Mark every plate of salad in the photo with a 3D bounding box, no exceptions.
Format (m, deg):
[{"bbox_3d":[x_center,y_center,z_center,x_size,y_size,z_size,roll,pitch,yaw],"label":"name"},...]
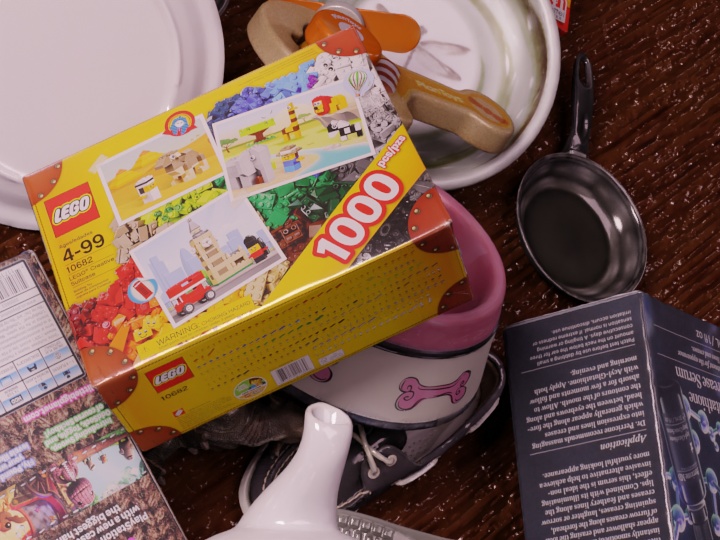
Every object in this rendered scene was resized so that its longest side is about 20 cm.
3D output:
[{"bbox_3d":[-0.178,-0.122,1.000,0.198,0.048,0.202,-5,107,-17],"label":"plate of salad"}]

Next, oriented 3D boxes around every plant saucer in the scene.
[{"bbox_3d":[0.037,-0.149,1.169,0.198,0.050,0.202,3,80,-16],"label":"plant saucer"}]

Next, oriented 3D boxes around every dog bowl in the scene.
[{"bbox_3d":[0.000,0.000,1.036,0.199,0.074,0.201,21,33,-15],"label":"dog bowl"}]

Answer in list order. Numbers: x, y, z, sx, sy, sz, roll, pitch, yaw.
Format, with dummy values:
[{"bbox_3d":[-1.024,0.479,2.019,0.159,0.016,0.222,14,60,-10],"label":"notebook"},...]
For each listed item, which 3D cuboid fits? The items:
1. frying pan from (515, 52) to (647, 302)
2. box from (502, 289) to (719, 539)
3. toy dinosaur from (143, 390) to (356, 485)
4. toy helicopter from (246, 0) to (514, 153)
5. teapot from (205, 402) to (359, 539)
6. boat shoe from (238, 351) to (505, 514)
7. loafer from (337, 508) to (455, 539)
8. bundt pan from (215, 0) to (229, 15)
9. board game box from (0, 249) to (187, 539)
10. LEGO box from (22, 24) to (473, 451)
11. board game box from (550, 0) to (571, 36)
[{"bbox_3d":[0.144,-0.063,1.234,0.114,0.031,0.191,-8,73,-35],"label":"frying pan"},{"bbox_3d":[0.181,0.133,1.106,0.148,0.107,0.202,19,61,-52],"label":"box"},{"bbox_3d":[-0.106,0.059,1.011,0.200,0.077,0.102,39,39,9],"label":"toy dinosaur"},{"bbox_3d":[0.014,-0.122,1.089,0.199,0.079,0.133,17,30,-34],"label":"toy helicopter"},{"bbox_3d":[-0.023,0.206,0.816,0.200,0.146,0.197,45,52,-1],"label":"teapot"},{"bbox_3d":[0.012,0.104,1.065,0.199,0.060,0.074,-24,85,-37],"label":"boat shoe"},{"bbox_3d":[0.054,0.194,1.021,0.199,0.070,0.076,24,77,1],"label":"loafer"},{"bbox_3d":[-0.152,-0.233,1.066,0.200,0.076,0.204,6,76,-25],"label":"bundt pan"},{"bbox_3d":[-0.206,0.119,0.896,0.159,0.097,0.201,-27,87,-37],"label":"board game box"},{"bbox_3d":[-0.060,-0.019,0.917,0.199,0.077,0.150,-25,56,-1],"label":"LEGO box"},{"bbox_3d":[0.092,-0.280,1.275,0.151,0.046,0.201,22,61,-24],"label":"board game box"}]
